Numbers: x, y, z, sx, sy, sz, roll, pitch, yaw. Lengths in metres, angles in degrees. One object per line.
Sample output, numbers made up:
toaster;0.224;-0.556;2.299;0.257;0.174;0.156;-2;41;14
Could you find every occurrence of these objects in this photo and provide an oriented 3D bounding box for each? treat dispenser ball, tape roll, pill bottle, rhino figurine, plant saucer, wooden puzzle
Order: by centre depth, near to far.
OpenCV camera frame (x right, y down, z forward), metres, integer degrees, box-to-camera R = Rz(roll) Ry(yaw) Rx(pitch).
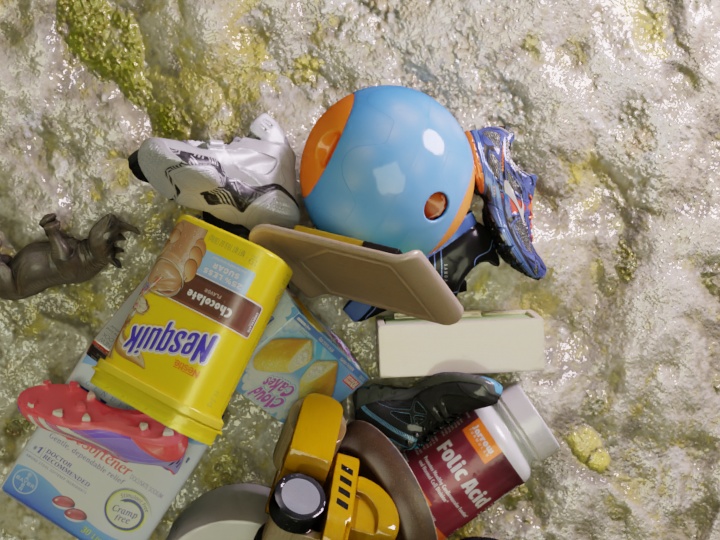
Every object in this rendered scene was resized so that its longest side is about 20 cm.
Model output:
wooden puzzle;0.000;0.000;1.151;0.197;0.185;0.038;9;71;25
treat dispenser ball;0.030;-0.106;1.192;0.198;0.201;0.204;0;96;-2
plant saucer;0.021;0.275;1.238;0.032;0.200;0.203;-21;97;-26
rhino figurine;-0.358;-0.021;1.259;0.197;0.060;0.088;-15;116;-1
tape roll;-0.146;0.375;1.270;0.199;0.139;0.206;0;96;-1
pill bottle;0.134;0.231;1.274;0.199;0.114;0.115;-36;96;2

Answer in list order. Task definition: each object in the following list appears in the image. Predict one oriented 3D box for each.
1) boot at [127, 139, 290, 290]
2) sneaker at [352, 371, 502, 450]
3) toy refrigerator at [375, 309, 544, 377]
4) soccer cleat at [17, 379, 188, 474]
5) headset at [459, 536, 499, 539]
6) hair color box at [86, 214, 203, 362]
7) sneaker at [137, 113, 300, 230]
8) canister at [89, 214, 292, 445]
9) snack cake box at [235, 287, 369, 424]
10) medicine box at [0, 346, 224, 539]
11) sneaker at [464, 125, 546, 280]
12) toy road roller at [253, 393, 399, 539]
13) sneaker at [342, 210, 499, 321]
boot;-0.173;-0.044;1.208;0.163;0.066;0.203;-4;75;-24
sneaker;0.080;0.172;1.250;0.198;0.073;0.083;-16;62;33
toy refrigerator;0.118;0.085;1.278;0.197;0.076;0.071;-3;96;-1
soccer cleat;-0.290;0.179;1.182;0.197;0.067;0.077;11;123;3
headset;0.189;0.403;1.329;0.197;0.094;0.125;11;97;13
hair color box;-0.210;0.047;1.223;0.110;0.064;0.201;38;62;-6
sneaker;-0.151;-0.123;1.169;0.198;0.075;0.116;24;54;-30
canister;-0.174;0.058;1.102;0.147;0.087;0.202;22;80;25
snack cake box;-0.085;0.103;1.217;0.115;0.200;0.067;-40;55;2
medicine box;-0.293;0.214;1.267;0.181;0.103;0.201;33;95;-5
sneaker;0.183;-0.083;1.265;0.078;0.075;0.202;-24;98;-2
toy road roller;-0.031;0.252;1.175;0.144;0.201;0.124;18;131;-7
sneaker;0.075;0.014;1.272;0.199;0.070;0.078;-35;94;5
